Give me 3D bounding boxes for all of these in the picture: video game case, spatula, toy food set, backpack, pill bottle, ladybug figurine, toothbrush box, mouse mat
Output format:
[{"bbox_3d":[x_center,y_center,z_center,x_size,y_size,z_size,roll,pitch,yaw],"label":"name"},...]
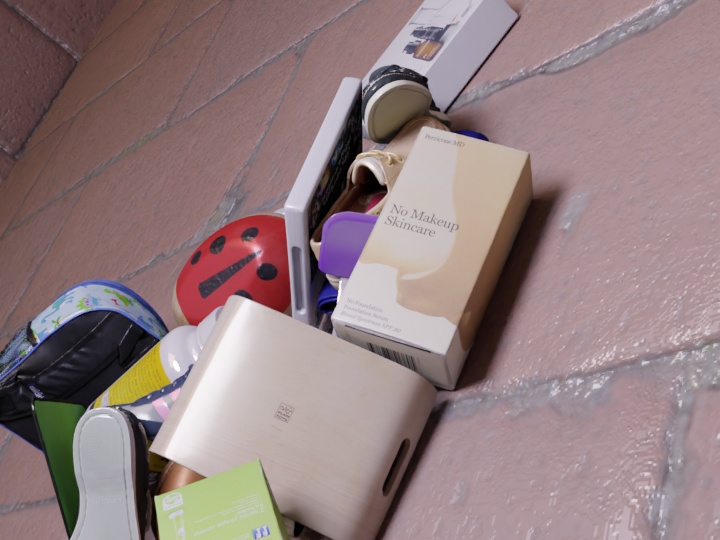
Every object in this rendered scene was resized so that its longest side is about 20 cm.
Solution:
[{"bbox_3d":[-0.032,-0.059,1.058,0.023,0.182,0.200,11,46,11],"label":"video game case"},{"bbox_3d":[-0.018,0.045,0.950,0.021,0.056,0.201,-104,23,-76],"label":"spatula"},{"bbox_3d":[-0.055,0.121,0.866,0.144,0.199,0.060,-64,-15,-16],"label":"toy food set"},{"bbox_3d":[-0.324,0.113,1.284,0.200,0.183,0.147,-42,28,7],"label":"backpack"},{"bbox_3d":[-0.188,0.128,1.125,0.200,0.111,0.111,-41,28,21],"label":"pill bottle"},{"bbox_3d":[-0.134,0.012,1.173,0.200,0.072,0.136,-37,70,26],"label":"ladybug figurine"},{"bbox_3d":[-0.071,0.249,0.726,0.086,0.146,0.200,-19,26,-6],"label":"toothbrush box"},{"bbox_3d":[-0.279,0.205,1.070,0.008,0.162,0.200,-18,-8,-2],"label":"mouse mat"}]

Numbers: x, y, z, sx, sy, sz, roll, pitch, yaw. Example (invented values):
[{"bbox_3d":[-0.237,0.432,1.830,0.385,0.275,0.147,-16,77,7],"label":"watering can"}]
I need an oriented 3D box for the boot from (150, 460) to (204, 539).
[{"bbox_3d":[-0.126,0.240,0.935,0.154,0.074,0.201,-18,54,50],"label":"boot"}]

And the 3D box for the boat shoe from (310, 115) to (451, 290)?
[{"bbox_3d":[0.020,-0.076,0.992,0.074,0.069,0.200,3,53,43],"label":"boat shoe"}]

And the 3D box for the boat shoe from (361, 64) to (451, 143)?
[{"bbox_3d":[0.036,-0.171,1.069,0.074,0.066,0.199,-38,-14,18],"label":"boat shoe"}]

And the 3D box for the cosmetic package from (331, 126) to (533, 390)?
[{"bbox_3d":[0.064,-0.014,0.897,0.105,0.071,0.201,15,64,18],"label":"cosmetic package"}]

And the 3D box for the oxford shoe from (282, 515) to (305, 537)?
[{"bbox_3d":[-0.012,0.137,0.909,0.074,0.071,0.200,35,82,33],"label":"oxford shoe"}]

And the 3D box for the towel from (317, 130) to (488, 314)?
[{"bbox_3d":[0.047,-0.042,1.034,0.147,0.050,0.200,-11,44,32],"label":"towel"}]

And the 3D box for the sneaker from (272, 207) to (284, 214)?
[{"bbox_3d":[-0.138,-0.005,1.256,0.200,0.073,0.071,-34,28,32],"label":"sneaker"}]

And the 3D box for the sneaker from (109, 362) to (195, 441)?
[{"bbox_3d":[-0.157,0.115,1.028,0.199,0.082,0.070,-6,7,6],"label":"sneaker"}]

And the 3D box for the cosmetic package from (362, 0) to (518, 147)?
[{"bbox_3d":[0.072,-0.234,1.237,0.200,0.052,0.151,-52,23,-1],"label":"cosmetic package"}]

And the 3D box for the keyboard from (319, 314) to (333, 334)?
[{"bbox_3d":[0.000,0.000,1.100,0.056,0.011,0.200,-9,48,54],"label":"keyboard"}]

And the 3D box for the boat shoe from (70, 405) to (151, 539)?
[{"bbox_3d":[-0.220,0.223,0.964,0.060,0.075,0.201,34,-119,-78],"label":"boat shoe"}]
